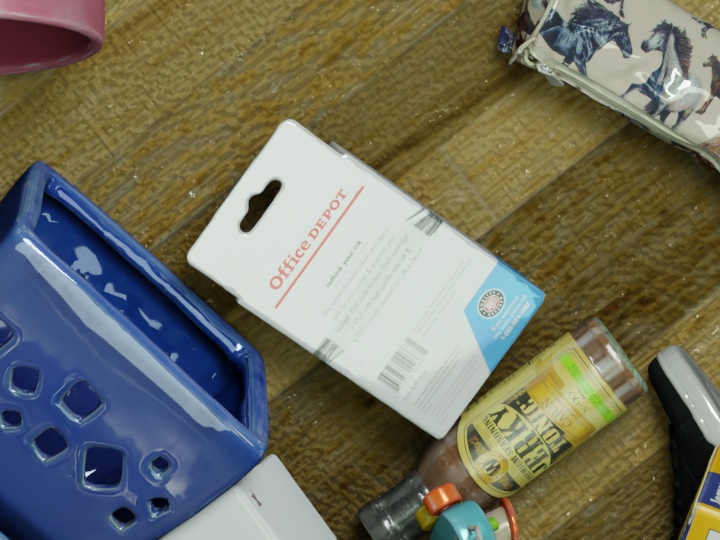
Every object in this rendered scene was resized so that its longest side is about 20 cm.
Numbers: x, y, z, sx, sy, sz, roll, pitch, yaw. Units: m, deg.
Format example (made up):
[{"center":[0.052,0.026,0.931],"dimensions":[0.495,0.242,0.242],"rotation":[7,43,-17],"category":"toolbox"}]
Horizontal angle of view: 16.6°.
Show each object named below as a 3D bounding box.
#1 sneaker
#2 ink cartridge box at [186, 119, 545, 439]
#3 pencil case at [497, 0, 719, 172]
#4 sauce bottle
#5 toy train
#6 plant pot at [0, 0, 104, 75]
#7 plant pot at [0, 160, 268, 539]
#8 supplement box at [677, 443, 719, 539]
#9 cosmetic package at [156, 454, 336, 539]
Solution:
[{"center":[0.212,0.157,1.591],"dimensions":[0.112,0.073,0.200],"rotation":[-31,93,12],"category":"sneaker"},{"center":[0.000,0.000,1.542],"dimensions":[0.200,0.067,0.116],"rotation":[35,95,-11],"category":"ink cartridge box"},{"center":[0.187,-0.120,1.534],"dimensions":[0.200,0.078,0.089],"rotation":[30,75,-10],"category":"pencil case"},{"center":[0.089,0.112,1.573],"dimensions":[0.200,0.065,0.065],"rotation":[-39,102,4],"category":"sauce bottle"},{"center":[0.095,0.220,1.523],"dimensions":[0.056,0.150,0.200],"rotation":[-22,122,-18],"category":"toy train"},{"center":[-0.248,-0.214,1.426],"dimensions":[0.200,0.200,0.179],"rotation":[-2,84,-6],"category":"plant pot"},{"center":[-0.186,0.076,1.474],"dimensions":[0.200,0.200,0.180],"rotation":[44,98,-12],"category":"plant pot"},{"center":[0.286,0.204,1.495],"dimensions":[0.200,0.110,0.109],"rotation":[21,111,8],"category":"supplement box"},{"center":[-0.120,0.201,1.482],"dimensions":[0.200,0.101,0.071],"rotation":[-37,89,13],"category":"cosmetic package"}]
